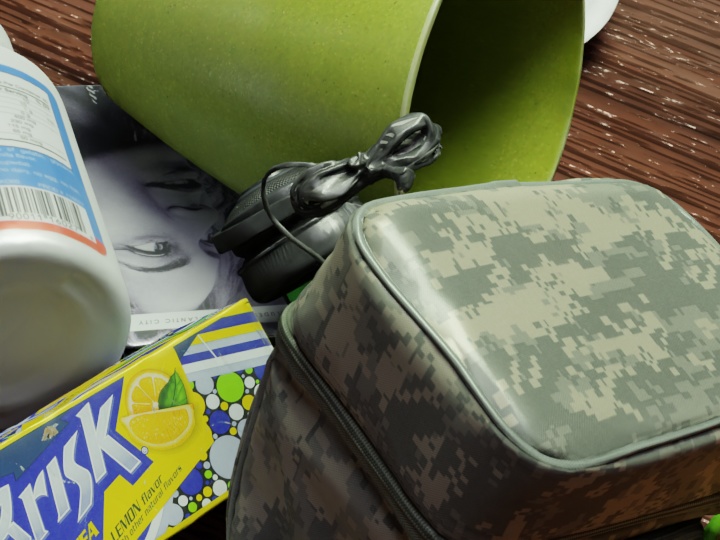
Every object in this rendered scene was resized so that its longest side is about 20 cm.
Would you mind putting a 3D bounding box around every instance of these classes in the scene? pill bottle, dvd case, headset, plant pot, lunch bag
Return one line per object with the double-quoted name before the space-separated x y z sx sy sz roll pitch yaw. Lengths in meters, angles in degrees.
"pill bottle" -0.177 -0.032 1.012 0.112 0.112 0.200 -3 41 -20
"dvd case" -0.067 -0.030 1.118 0.149 0.016 0.200 -3 42 -21
"headset" 0.000 0.000 0.955 0.094 0.200 0.124 -31 67 -6
"plant pot" -0.023 -0.101 1.085 0.200 0.187 0.187 16 36 26
"lunch bag" 0.055 0.067 0.875 0.200 0.168 0.139 -10 55 -45

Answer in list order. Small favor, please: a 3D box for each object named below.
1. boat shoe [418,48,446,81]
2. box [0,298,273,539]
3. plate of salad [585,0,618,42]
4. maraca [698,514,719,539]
"boat shoe" -0.001 -0.133 1.202 0.200 0.074 0.067 16 75 4
"box" -0.112 0.087 0.904 0.200 0.064 0.070 -32 94 -43
"plate of salad" 0.051 -0.177 1.309 0.200 0.048 0.200 4 48 -5
"maraca" 0.210 0.135 0.928 0.137 0.107 0.200 45 41 15
